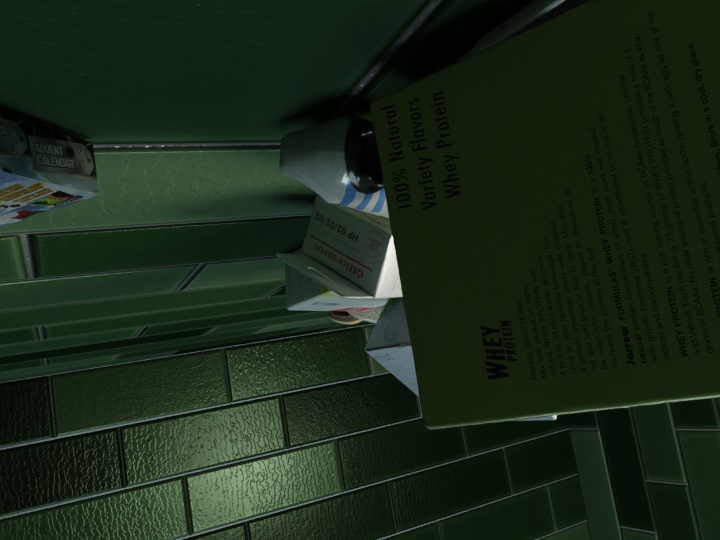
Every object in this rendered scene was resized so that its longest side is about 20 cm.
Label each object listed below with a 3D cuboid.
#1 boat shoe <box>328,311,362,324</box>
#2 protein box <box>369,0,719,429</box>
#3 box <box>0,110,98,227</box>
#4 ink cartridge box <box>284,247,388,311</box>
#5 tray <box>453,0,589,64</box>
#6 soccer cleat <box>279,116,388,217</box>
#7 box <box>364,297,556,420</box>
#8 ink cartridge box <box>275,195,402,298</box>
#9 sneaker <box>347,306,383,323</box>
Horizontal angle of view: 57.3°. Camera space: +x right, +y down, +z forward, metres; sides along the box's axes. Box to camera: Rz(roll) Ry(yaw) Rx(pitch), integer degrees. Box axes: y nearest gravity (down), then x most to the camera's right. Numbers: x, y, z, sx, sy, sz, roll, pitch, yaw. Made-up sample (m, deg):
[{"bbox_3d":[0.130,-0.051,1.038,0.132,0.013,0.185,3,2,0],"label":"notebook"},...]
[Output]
[{"bbox_3d":[0.002,0.091,1.712,0.194,0.074,0.073,-2,145,21],"label":"boat shoe"},{"bbox_3d":[0.134,-0.027,0.393,0.196,0.205,0.133,-15,170,33],"label":"protein box"},{"bbox_3d":[-0.288,-0.052,0.411,0.194,0.041,0.136,-13,172,18],"label":"box"},{"bbox_3d":[0.000,0.000,0.935,0.142,0.086,0.198,5,165,-36],"label":"ink cartridge box"},{"bbox_3d":[0.152,-0.143,0.430,0.196,0.023,0.106,-4,170,-38],"label":"tray"},{"bbox_3d":[0.008,-0.082,0.542,0.084,0.072,0.199,4,177,27],"label":"soccer cleat"},{"bbox_3d":[0.131,0.105,0.831,0.176,0.098,0.198,41,150,-19],"label":"box"},{"bbox_3d":[0.018,-0.026,0.707,0.114,0.070,0.197,28,-162,35],"label":"ink cartridge box"},{"bbox_3d":[0.026,0.067,1.272,0.197,0.075,0.118,29,176,-3],"label":"sneaker"}]
